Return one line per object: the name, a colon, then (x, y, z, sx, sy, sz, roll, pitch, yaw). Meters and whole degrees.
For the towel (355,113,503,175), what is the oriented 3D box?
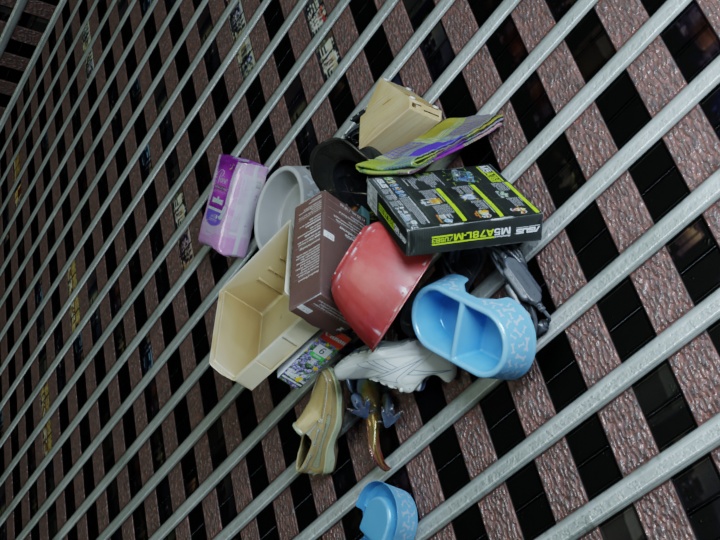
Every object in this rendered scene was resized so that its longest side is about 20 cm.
towel: (0.104, -0.190, 1.600, 0.143, 0.200, 0.023, 7, 121, 55)

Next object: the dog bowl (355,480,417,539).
dog bowl: (0.028, 0.419, 1.623, 0.111, 0.049, 0.201, 30, 106, 55)

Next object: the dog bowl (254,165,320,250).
dog bowl: (-0.134, -0.106, 2.014, 0.200, 0.059, 0.201, -23, 61, 50)

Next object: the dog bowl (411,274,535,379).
dog bowl: (0.147, 0.079, 1.452, 0.200, 0.049, 0.112, 27, 115, 43)

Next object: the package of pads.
package of pads: (-0.264, -0.133, 2.197, 0.120, 0.075, 0.201, 23, 99, 53)

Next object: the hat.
hat: (0.014, -0.147, 1.759, 0.081, 0.201, 0.200, -44, 19, -31)

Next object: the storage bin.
storage bin: (-0.145, 0.060, 1.740, 0.200, 0.094, 0.199, -42, 28, 28)

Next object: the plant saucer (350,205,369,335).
plant saucer: (0.000, 0.000, 1.715, 0.070, 0.019, 0.201, 126, 146, -61)

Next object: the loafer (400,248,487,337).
loafer: (0.133, 0.023, 1.596, 0.072, 0.063, 0.200, 39, 123, 7)

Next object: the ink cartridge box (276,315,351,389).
ink cartridge box: (-0.057, 0.088, 1.720, 0.200, 0.050, 0.109, -44, 29, 23)

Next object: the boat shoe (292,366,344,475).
boat shoe: (-0.073, 0.252, 1.749, 0.072, 0.076, 0.201, -131, 42, -60)

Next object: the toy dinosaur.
toy dinosaur: (-0.003, 0.191, 1.711, 0.182, 0.105, 0.201, -128, 45, -70)

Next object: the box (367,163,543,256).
box: (0.126, -0.087, 1.481, 0.200, 0.192, 0.048, -123, 31, -60)

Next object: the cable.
cable: (0.179, 0.033, 1.496, 0.200, 0.051, 0.163, 55, 139, 23)

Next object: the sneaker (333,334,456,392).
sneaker: (0.051, 0.145, 1.593, 0.199, 0.074, 0.087, -13, 94, 25)

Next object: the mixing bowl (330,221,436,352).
mixing bowl: (0.027, 0.005, 1.522, 0.200, 0.108, 0.200, -58, -4, -6)

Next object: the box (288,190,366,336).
box: (-0.049, -0.013, 1.637, 0.075, 0.100, 0.201, -27, 47, 35)

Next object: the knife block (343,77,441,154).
knife block: (0.040, -0.221, 1.775, 0.176, 0.064, 0.200, -66, 28, 14)
